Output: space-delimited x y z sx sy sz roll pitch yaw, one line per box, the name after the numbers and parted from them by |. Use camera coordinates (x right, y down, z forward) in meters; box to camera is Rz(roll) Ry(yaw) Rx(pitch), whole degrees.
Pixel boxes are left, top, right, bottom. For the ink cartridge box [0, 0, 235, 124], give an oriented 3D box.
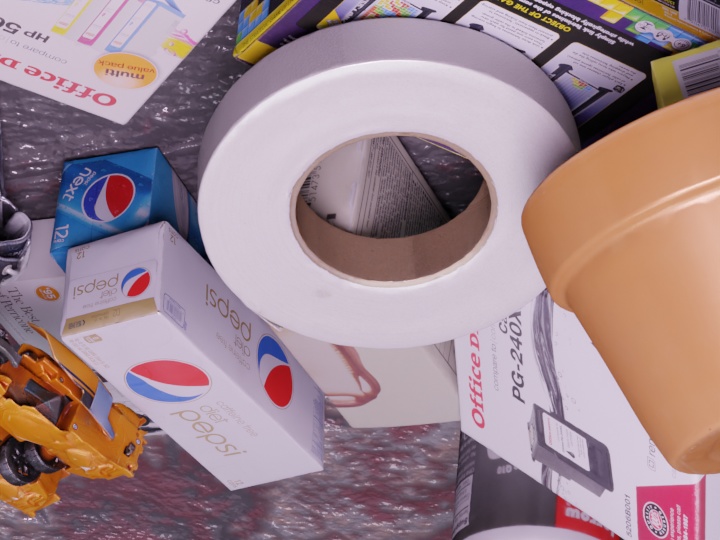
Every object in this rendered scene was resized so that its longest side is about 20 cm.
-0.126 -0.171 1.143 0.128 0.126 0.200 20 145 -21 | ink cartridge box

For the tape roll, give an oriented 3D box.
0.015 -0.041 1.256 0.202 0.037 0.203 -1 134 -1 | tape roll

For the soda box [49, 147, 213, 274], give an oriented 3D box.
-0.116 0.011 1.488 0.064 0.068 0.200 -7 146 17 | soda box

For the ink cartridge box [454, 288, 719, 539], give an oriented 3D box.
0.143 0.060 1.363 0.200 0.083 0.146 31 138 42 | ink cartridge box

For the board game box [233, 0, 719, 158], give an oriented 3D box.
0.062 -0.130 1.243 0.200 0.057 0.165 22 147 -26 | board game box

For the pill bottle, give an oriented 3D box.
0.115 0.152 1.549 0.113 0.201 0.114 4 148 3 | pill bottle

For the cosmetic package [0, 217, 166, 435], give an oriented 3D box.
-0.166 0.040 1.561 0.082 0.051 0.200 -8 146 20 | cosmetic package

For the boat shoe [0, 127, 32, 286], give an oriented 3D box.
-0.224 -0.016 1.425 0.068 0.072 0.201 2 122 7 | boat shoe

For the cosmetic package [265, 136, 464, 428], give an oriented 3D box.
0.000 0.000 1.420 0.087 0.104 0.200 -7 144 23 | cosmetic package

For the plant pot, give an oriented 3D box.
0.190 0.009 1.169 0.199 0.140 0.200 -14 161 -5 | plant pot

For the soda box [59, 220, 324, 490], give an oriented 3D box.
-0.094 0.054 1.431 0.068 0.064 0.200 -15 143 22 | soda box

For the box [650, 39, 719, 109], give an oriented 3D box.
0.195 -0.062 1.268 0.075 0.050 0.200 -18 162 6 | box

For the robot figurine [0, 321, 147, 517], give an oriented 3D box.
-0.224 0.060 1.389 0.145 0.058 0.200 -24 125 38 | robot figurine
